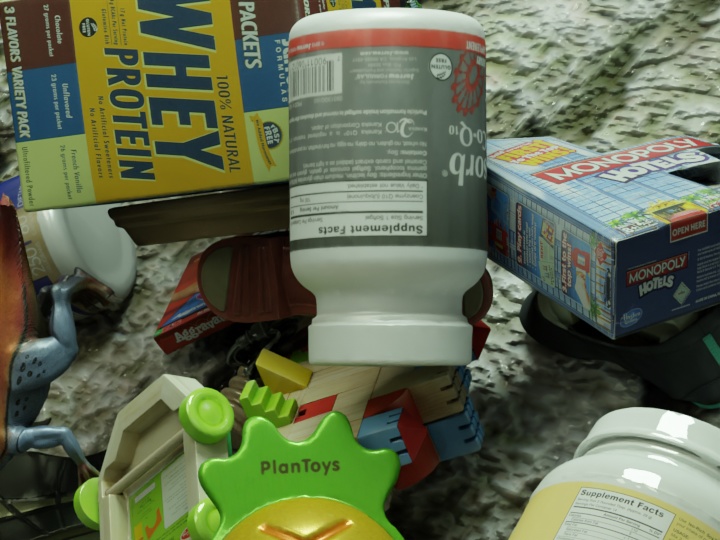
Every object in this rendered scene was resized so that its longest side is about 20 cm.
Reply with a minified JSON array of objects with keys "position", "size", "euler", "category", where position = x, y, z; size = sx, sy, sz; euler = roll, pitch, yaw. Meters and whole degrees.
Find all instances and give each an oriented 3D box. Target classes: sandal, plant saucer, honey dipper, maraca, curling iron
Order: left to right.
[{"position":[-0.182,0.157,1.726],"size":[0.201,0.057,0.080],"euler":[-10,50,8],"category":"sandal"},{"position":[-0.062,-0.039,1.698],"size":[0.200,0.030,0.200],"euler":[-6,2,0],"category":"plant saucer"},{"position":[-0.030,0.178,1.471],"size":[0.137,0.107,0.200],"euler":[-2,76,-6],"category":"maraca"},{"position":[-0.035,0.035,1.758],"size":[0.038,0.038,0.200],"euler":[6,49,46],"category":"honey dipper"},{"position":[0.004,0.019,1.716],"size":[0.200,0.050,0.026],"euler":[-26,70,-17],"category":"curling iron"}]

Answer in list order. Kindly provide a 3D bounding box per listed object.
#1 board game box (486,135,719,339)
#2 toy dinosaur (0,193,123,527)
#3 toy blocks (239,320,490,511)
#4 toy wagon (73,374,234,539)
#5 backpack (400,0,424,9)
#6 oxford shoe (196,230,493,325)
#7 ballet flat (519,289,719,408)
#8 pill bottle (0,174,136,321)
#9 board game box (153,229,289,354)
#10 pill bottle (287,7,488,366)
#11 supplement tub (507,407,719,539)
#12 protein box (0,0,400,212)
[{"position":[0.152,-0.037,1.553],"size":[0.200,0.062,0.200],"euler":[-17,26,-36],"category":"board game box"},{"position":[-0.231,0.079,1.671],"size":[0.182,0.200,0.105],"euler":[-52,29,-16],"category":"toy dinosaur"},{"position":[0.012,0.091,1.587],"size":[0.137,0.100,0.200],"euler":[-18,18,16],"category":"toy blocks"},{"position":[-0.118,0.167,1.570],"size":[0.155,0.040,0.200],"euler":[-40,49,48],"category":"toy wagon"},{"position":[-0.050,-0.166,1.868],"size":[0.183,0.200,0.147],"euler":[0,47,41],"category":"backpack"},{"position":[0.000,0.000,1.636],"size":[0.200,0.071,0.075],"euler":[7,12,28],"category":"oxford shoe"},{"position":[0.154,0.022,1.571],"size":[0.073,0.073,0.200],"euler":[-45,34,-14],"category":"ballet flat"},{"position":[-0.275,0.003,1.942],"size":[0.200,0.116,0.116],"euler":[-22,36,22],"category":"pill bottle"},{"position":[-0.047,-0.013,1.809],"size":[0.200,0.019,0.103],"euler":[-25,23,27],"category":"board game box"},{"position":[0.016,-0.045,1.523],"size":[0.116,0.116,0.200],"euler":[-3,86,40],"category":"pill bottle"},{"position":[0.129,0.184,1.324],"size":[0.145,0.145,0.200],"euler":[0,47,42],"category":"supplement tub"},{"position":[-0.092,-0.119,1.687],"size":[0.200,0.135,0.199],"euler":[-6,3,20],"category":"protein box"}]
